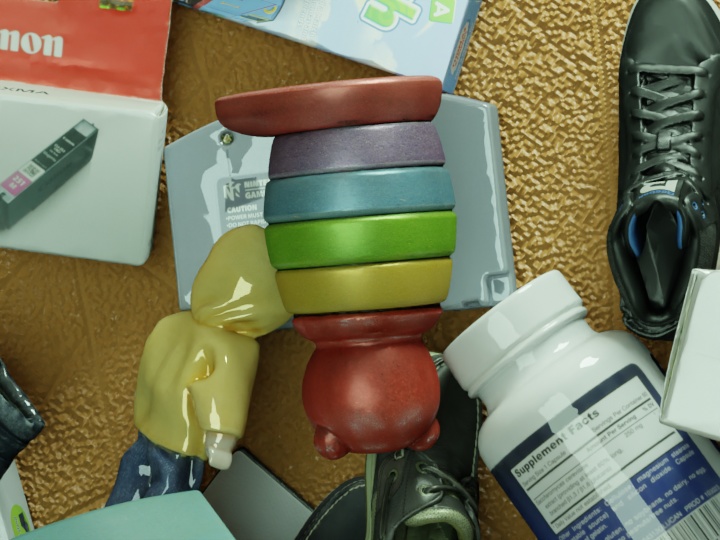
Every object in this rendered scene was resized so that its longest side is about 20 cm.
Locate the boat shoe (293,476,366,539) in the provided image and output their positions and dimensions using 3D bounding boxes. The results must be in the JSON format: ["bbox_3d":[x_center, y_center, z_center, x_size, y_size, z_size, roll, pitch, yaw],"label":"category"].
[{"bbox_3d":[-0.024,0.199,1.500,0.072,0.063,0.201,25,68,6],"label":"boat shoe"}]

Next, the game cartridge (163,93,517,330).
[{"bbox_3d":[-0.012,-0.036,1.549,0.198,0.042,0.134,-6,84,15],"label":"game cartridge"}]

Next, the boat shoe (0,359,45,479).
[{"bbox_3d":[-0.273,0.051,1.559,0.200,0.071,0.091,45,98,7],"label":"boat shoe"}]

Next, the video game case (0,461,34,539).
[{"bbox_3d":[-0.299,0.154,1.618,0.199,0.045,0.183,-19,84,14],"label":"video game case"}]

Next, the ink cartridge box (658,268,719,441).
[{"bbox_3d":[0.243,0.056,1.393,0.146,0.200,0.084,16,93,15],"label":"ink cartridge box"}]

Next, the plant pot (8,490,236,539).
[{"bbox_3d":[-0.139,0.217,1.416,0.199,0.142,0.141,-31,43,-12],"label":"plant pot"}]

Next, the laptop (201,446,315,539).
[{"bbox_3d":[-0.073,0.238,1.520,0.187,0.116,0.200,40,99,11],"label":"laptop"}]

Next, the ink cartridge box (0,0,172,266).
[{"bbox_3d":[-0.211,-0.103,1.558,0.198,0.044,0.175,7,106,2],"label":"ink cartridge box"}]

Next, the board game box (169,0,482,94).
[{"bbox_3d":[-0.018,-0.204,1.551,0.199,0.037,0.152,18,94,14],"label":"board game box"}]

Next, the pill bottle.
[{"bbox_3d":[0.134,0.104,1.468,0.111,0.111,0.201,-37,80,12],"label":"pill bottle"}]

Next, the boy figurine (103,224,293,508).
[{"bbox_3d":[-0.093,0.070,1.510,0.064,0.124,0.201,25,87,-28],"label":"boy figurine"}]

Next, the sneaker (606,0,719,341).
[{"bbox_3d":[0.171,-0.062,1.459,0.072,0.112,0.202,-2,89,14],"label":"sneaker"}]

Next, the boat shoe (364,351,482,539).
[{"bbox_3d":[0.038,0.141,1.487,0.071,0.066,0.202,25,70,-26],"label":"boat shoe"}]

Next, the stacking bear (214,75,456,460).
[{"bbox_3d":[0.000,0.000,1.457,0.121,0.113,0.202,-6,91,-29],"label":"stacking bear"}]
